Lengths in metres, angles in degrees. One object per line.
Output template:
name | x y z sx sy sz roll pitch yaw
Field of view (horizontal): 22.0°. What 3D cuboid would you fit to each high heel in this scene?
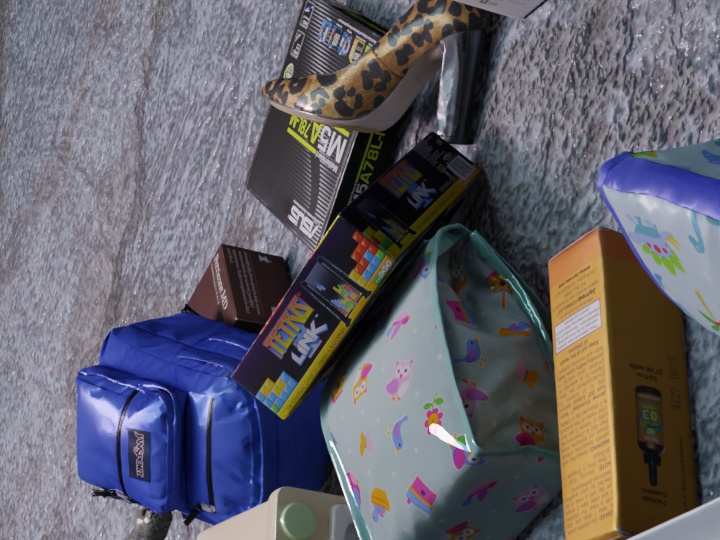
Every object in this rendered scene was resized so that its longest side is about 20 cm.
high heel | 0.013 -0.183 1.492 0.199 0.071 0.144 10 93 29

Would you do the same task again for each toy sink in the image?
toy sink | -0.029 0.234 1.396 0.200 0.129 0.113 -33 50 56

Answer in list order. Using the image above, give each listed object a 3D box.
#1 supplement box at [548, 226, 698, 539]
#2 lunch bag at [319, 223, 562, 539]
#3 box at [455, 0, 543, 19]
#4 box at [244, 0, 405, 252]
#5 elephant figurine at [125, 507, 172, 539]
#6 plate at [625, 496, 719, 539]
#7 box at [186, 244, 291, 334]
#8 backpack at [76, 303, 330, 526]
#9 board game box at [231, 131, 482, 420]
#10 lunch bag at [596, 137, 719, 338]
supplement box | 0.162 0.080 1.154 0.069 0.066 0.202 -39 46 52
lunch bag | 0.057 0.091 1.299 0.171 0.121 0.201 -55 40 39
box | 0.128 -0.289 1.340 0.200 0.097 0.125 -35 49 55
box | -0.027 -0.129 1.637 0.200 0.047 0.195 43 116 60
elephant figurine | -0.187 0.319 1.689 0.200 0.155 0.142 -42 74 12
plate | 0.221 0.208 0.954 0.199 0.032 0.201 -32 57 30
box | -0.132 0.084 1.727 0.201 0.074 0.101 -57 33 33
backpack | -0.132 0.139 1.564 0.199 0.167 0.164 12 112 36
board game box | 0.000 0.000 1.385 0.166 0.057 0.200 -54 -5 29
lunch bag | 0.231 -0.002 0.895 0.170 0.199 0.128 22 91 64
